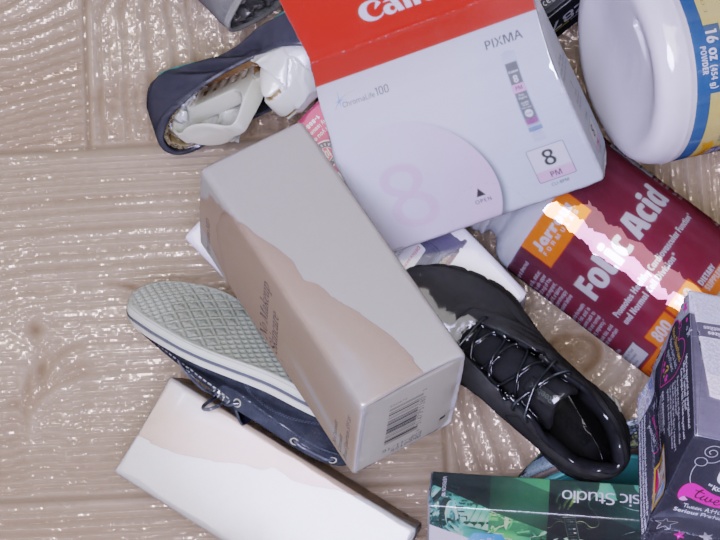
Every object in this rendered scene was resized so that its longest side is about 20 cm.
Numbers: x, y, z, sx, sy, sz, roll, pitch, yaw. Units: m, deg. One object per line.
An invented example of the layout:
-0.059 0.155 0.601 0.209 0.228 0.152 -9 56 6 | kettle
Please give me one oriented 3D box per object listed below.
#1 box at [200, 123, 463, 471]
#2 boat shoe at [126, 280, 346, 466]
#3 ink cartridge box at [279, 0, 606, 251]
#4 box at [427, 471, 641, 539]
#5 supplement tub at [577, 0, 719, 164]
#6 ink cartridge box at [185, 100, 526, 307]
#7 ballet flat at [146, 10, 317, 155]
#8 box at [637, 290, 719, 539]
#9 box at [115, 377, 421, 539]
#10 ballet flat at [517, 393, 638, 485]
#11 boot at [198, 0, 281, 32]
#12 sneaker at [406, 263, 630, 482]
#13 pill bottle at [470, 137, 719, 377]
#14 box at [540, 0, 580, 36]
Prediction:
-0.021 0.016 1.442 0.077 0.095 0.200 -26 62 -19 | box
-0.075 0.070 1.516 0.199 0.075 0.063 27 126 16 | boat shoe
0.048 -0.121 1.447 0.162 0.057 0.201 -18 124 19 | ink cartridge box
0.143 0.200 1.526 0.198 0.145 0.037 2 45 3 | box
0.262 -0.159 1.523 0.199 0.145 0.146 -13 84 -16 | supplement tub
0.000 0.000 1.573 0.145 0.084 0.200 -45 85 -1 | ink cartridge box
-0.068 -0.128 1.564 0.199 0.073 0.074 -20 83 31 | ballet flat
0.289 0.110 1.447 0.198 0.115 0.133 13 45 -7 | box
-0.062 0.159 1.561 0.199 0.095 0.078 31 89 4 | box
0.199 0.113 1.570 0.198 0.074 0.075 -12 85 1 | ballet flat
-0.148 -0.237 1.595 0.182 0.073 0.200 -42 76 -1 | boot
0.105 0.065 1.483 0.200 0.091 0.076 37 90 -4 | sneaker
0.165 -0.022 1.550 0.200 0.114 0.114 37 88 5 | pill bottle
0.071 -0.213 1.588 0.200 0.049 0.161 -40 72 -1 | box
